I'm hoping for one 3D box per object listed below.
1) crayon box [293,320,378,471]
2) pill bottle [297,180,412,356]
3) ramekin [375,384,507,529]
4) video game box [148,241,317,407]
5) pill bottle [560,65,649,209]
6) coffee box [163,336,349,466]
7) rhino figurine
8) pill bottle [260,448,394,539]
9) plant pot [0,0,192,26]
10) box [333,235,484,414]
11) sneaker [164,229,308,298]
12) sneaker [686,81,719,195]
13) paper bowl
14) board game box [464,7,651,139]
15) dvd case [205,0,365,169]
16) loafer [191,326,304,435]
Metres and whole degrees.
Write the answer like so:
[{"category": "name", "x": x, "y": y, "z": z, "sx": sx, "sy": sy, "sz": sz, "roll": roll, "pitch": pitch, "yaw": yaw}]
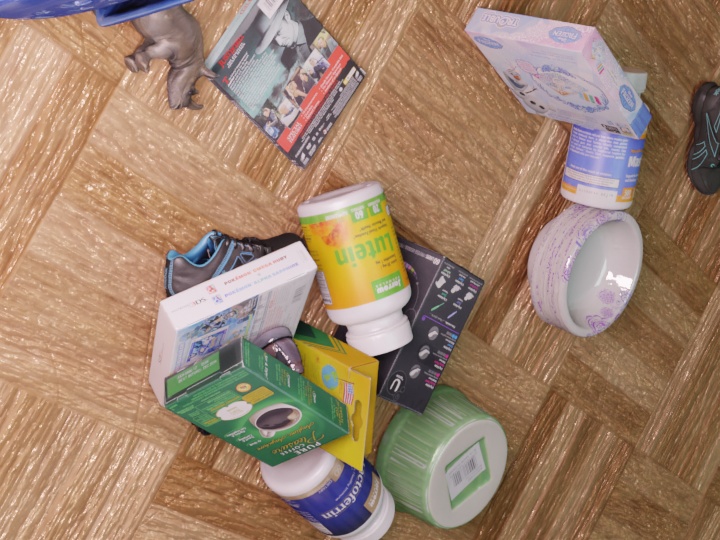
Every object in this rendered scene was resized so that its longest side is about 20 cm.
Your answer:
[{"category": "crayon box", "x": -0.043, "y": 0.152, "z": 1.572, "sx": 0.050, "sy": 0.199, "sz": 0.128, "roll": -11, "pitch": 115, "yaw": -40}, {"category": "pill bottle", "x": 0.000, "y": 0.000, "z": 1.571, "sx": 0.110, "sy": 0.111, "sz": 0.202, "roll": -23, "pitch": 101, "yaw": -35}, {"category": "ramekin", "x": 0.125, "y": 0.279, "z": 1.861, "sx": 0.199, "sy": 0.097, "sz": 0.202, "roll": -19, "pitch": 120, "yaw": -37}, {"category": "video game box", "x": -0.151, "y": 0.064, "z": 1.456, "sx": 0.181, "sy": 0.047, "sz": 0.201, "roll": -27, "pitch": 159, "yaw": -27}, {"category": "pill bottle", "x": 0.368, "y": -0.201, "z": 1.884, "sx": 0.111, "sy": 0.112, "sz": 0.202, "roll": -6, "pitch": 112, "yaw": -42}, {"category": "coffee box", "x": -0.117, "y": 0.155, "z": 1.452, "sx": 0.122, "sy": 0.044, "sz": 0.200, "roll": -28, "pitch": 138, "yaw": 25}, {"category": "rhino figurine", "x": -0.210, "y": -0.246, "z": 1.346, "sx": 0.087, "sy": 0.060, "sz": 0.201, "roll": -45, "pitch": 134, "yaw": -17}, {"category": "pill bottle", "x": -0.039, "y": 0.286, "z": 1.696, "sx": 0.116, "sy": 0.115, "sz": 0.200, "roll": -53, "pitch": 135, "yaw": -13}, {"category": "plant pot", "x": -0.234, "y": -0.335, "z": 1.160, "sx": 0.179, "sy": 0.198, "sz": 0.203, "roll": 1, "pitch": 83, "yaw": -52}, {"category": "box", "x": 0.057, "y": 0.069, "z": 1.690, "sx": 0.106, "sy": 0.122, "sz": 0.202, "roll": 28, "pitch": 87, "yaw": -47}, {"category": "sneaker", "x": -0.144, "y": -0.011, "z": 1.499, "sx": 0.199, "sy": 0.073, "sz": 0.083, "roll": -26, "pitch": 121, "yaw": -36}, {"category": "sneaker", "x": 0.597, "y": -0.213, "z": 2.125, "sx": 0.075, "sy": 0.079, "sz": 0.202, "roll": -29, "pitch": 127, "yaw": -32}, {"category": "paper bowl", "x": 0.334, "y": -0.008, "z": 1.938, "sx": 0.199, "sy": 0.104, "sz": 0.203, "roll": -19, "pitch": 119, "yaw": -38}, {"category": "board game box", "x": 0.265, "y": -0.264, "z": 1.693, "sx": 0.199, "sy": 0.199, "sz": 0.044, "roll": 41, "pitch": 76, "yaw": -46}, {"category": "dvd case", "x": -0.087, "y": -0.233, "z": 1.497, "sx": 0.147, "sy": 0.022, "sz": 0.200, "roll": -58, "pitch": 137, "yaw": -9}, {"category": "loafer", "x": -0.137, "y": 0.147, "z": 1.510, "sx": 0.072, "sy": 0.063, "sz": 0.200, "roll": -10, "pitch": 150, "yaw": -50}]
